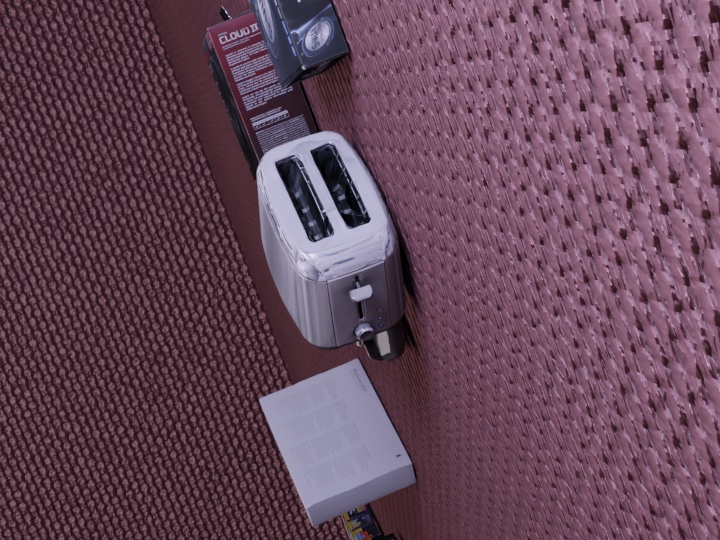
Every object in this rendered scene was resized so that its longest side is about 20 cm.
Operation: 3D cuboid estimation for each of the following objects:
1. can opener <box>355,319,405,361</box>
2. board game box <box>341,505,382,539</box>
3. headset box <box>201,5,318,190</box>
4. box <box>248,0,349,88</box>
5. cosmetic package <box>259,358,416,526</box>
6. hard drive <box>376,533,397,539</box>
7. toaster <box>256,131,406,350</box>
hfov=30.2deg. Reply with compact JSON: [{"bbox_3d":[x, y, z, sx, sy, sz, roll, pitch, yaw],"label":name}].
[{"bbox_3d":[0.000,0.000,1.383,0.066,0.052,0.201,-34,76,47],"label":"can opener"},{"bbox_3d":[0.013,0.539,2.645,0.166,0.056,0.201,-118,10,-51],"label":"board game box"},{"bbox_3d":[-0.110,-0.195,1.467,0.149,0.077,0.201,-162,50,-80],"label":"headset box"},{"bbox_3d":[-0.076,-0.267,1.159,0.160,0.043,0.201,-165,54,-80],"label":"box"},{"bbox_3d":[-0.032,0.226,1.784,0.052,0.150,0.201,74,171,-46],"label":"cosmetic package"},{"bbox_3d":[0.084,0.539,2.181,0.200,0.038,0.141,-130,20,-65],"label":"hard drive"},{"bbox_3d":[-0.031,-0.037,1.239,0.130,0.113,0.201,88,161,-57],"label":"toaster"}]
